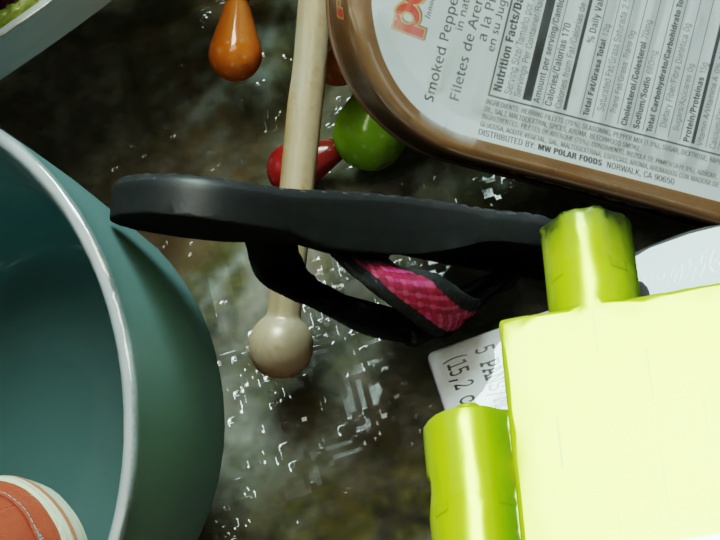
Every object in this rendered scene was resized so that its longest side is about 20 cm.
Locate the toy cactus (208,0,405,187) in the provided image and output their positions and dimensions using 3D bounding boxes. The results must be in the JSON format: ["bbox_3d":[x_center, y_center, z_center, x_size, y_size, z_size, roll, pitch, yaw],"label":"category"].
[{"bbox_3d":[0.019,-0.135,1.037,0.164,0.102,0.202,-11,72,29],"label":"toy cactus"}]

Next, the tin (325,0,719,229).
[{"bbox_3d":[0.087,-0.079,0.971,0.199,0.042,0.113,14,88,-11],"label":"tin"}]

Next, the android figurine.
[{"bbox_3d":[0.109,0.067,0.886,0.181,0.041,0.201,-11,59,7],"label":"android figurine"}]

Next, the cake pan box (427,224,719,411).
[{"bbox_3d":[0.133,0.080,0.925,0.183,0.052,0.201,-18,59,1],"label":"cake pan box"}]

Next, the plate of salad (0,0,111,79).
[{"bbox_3d":[-0.137,-0.094,1.023,0.199,0.200,0.048,-34,102,-6],"label":"plate of salad"}]

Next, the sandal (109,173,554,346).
[{"bbox_3d":[0.000,0.000,0.943,0.075,0.199,0.045,-4,83,45],"label":"sandal"}]

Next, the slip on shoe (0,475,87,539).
[{"bbox_3d":[-0.150,0.147,0.865,0.074,0.061,0.201,40,110,25],"label":"slip on shoe"}]

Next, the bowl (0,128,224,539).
[{"bbox_3d":[-0.123,0.051,0.948,0.200,0.105,0.203,-2,86,32],"label":"bowl"}]

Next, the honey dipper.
[{"bbox_3d":[-0.017,-0.064,0.990,0.038,0.038,0.202,5,93,17],"label":"honey dipper"}]
